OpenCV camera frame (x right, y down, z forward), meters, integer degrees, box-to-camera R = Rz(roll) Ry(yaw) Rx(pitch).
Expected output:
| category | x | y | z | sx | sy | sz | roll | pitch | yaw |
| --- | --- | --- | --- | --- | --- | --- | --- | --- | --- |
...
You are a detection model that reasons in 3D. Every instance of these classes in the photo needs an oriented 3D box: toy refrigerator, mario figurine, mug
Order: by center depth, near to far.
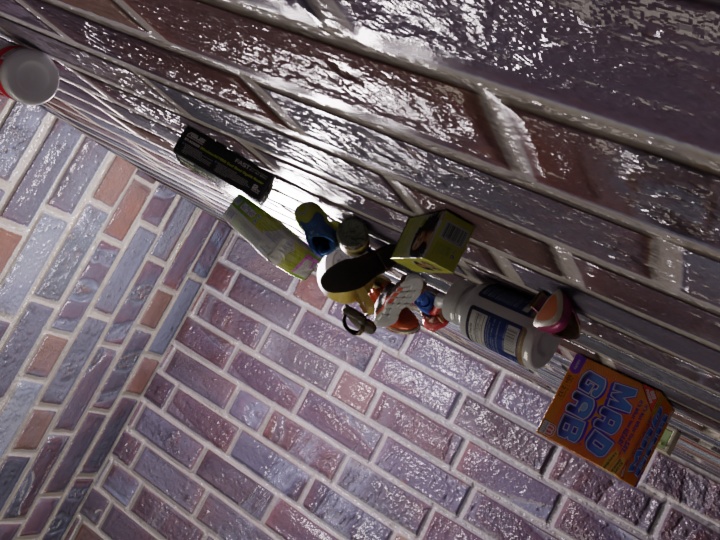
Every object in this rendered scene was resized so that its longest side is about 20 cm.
| category | x | y | z | sx | sy | sz | roll | pitch | yaw |
| --- | --- | --- | --- | --- | --- | --- | --- | --- | --- |
| mug | -0.017 | 0.005 | 1.878 | 0.186 | 0.150 | 0.153 | 30 | 167 | 3 |
| mario figurine | 0.180 | 0.073 | 1.965 | 0.200 | 0.106 | 0.124 | 48 | -161 | -45 |
| toy refrigerator | 0.819 | 0.457 | 2.209 | 0.200 | 0.076 | 0.070 | 26 | 175 | 36 |

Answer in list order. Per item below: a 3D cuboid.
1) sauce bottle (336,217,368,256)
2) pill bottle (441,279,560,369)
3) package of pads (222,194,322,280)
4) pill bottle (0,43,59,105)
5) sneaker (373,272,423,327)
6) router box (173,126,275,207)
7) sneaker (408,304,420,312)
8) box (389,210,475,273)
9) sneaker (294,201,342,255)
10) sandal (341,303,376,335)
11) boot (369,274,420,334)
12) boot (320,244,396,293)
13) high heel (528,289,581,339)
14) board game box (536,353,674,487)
| category | x | y | z | sx | sy | sz | roll | pitch | yaw |
| --- | --- | --- | --- | --- | --- | --- | --- | --- | --- |
| sauce bottle | -0.013 | -0.063 | 1.545 | 0.065 | 0.065 | 0.200 | 28 | 177 | 3 |
| pill bottle | 0.246 | 0.088 | 1.338 | 0.200 | 0.111 | 0.111 | 25 | 174 | 39 |
| package of pads | -0.175 | -0.062 | 1.547 | 0.154 | 0.068 | 0.200 | 41 | -177 | 24 |
| pill bottle | -0.722 | -0.415 | 1.589 | 0.200 | 0.113 | 0.112 | 24 | 174 | 45 |
| sneaker | 0.080 | 0.056 | 1.862 | 0.077 | 0.200 | 0.082 | 9 | -132 | -30 |
| router box | -0.274 | -0.204 | 1.538 | 0.200 | 0.062 | 0.150 | 29 | 174 | -6 |
| sneaker | 0.180 | 0.089 | 2.079 | 0.200 | 0.076 | 0.092 | 22 | 171 | -26 |
| box | 0.098 | -0.039 | 1.087 | 0.050 | 0.075 | 0.200 | 27 | 175 | -9 |
| sneaker | -0.075 | -0.061 | 1.599 | 0.200 | 0.076 | 0.105 | 37 | -149 | -55 |
| sandal | -0.011 | 0.134 | 1.897 | 0.082 | 0.055 | 0.200 | 26 | 172 | 13 |
| boot | 0.080 | 0.086 | 1.955 | 0.200 | 0.075 | 0.108 | 38 | 141 | 39 |
| boot | 0.000 | 0.000 | 1.596 | 0.200 | 0.186 | 0.064 | 162 | 88 | -84 |
| high heel | 0.306 | 0.081 | 1.124 | 0.096 | 0.067 | 0.200 | 38 | -179 | 2 |
| board game box | 0.550 | 0.336 | 1.691 | 0.200 | 0.200 | 0.200 | 25 | 174 | 36 |
